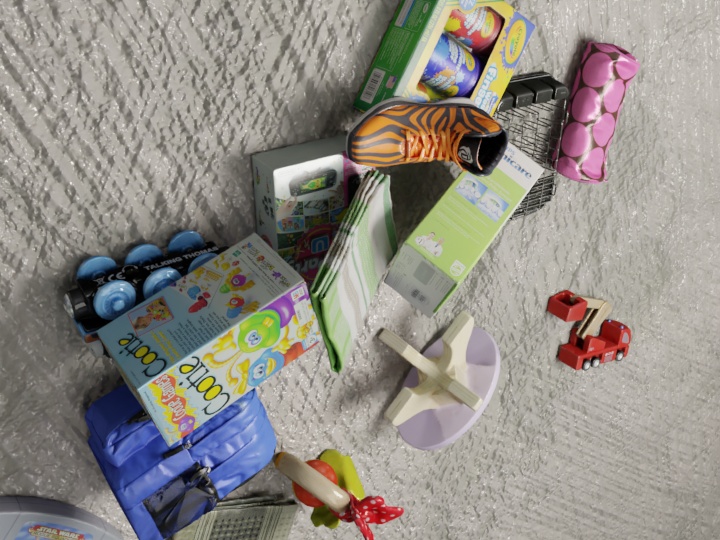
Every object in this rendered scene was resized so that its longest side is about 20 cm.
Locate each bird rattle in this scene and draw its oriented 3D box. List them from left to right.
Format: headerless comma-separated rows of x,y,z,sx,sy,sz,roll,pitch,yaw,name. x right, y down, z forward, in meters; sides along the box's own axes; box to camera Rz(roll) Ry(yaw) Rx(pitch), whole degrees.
-0.046,0.313,1.153,0.163,0.200,0.113,37,84,-16,bird rattle

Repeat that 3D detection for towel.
-0.194,0.409,1.192,0.191,0.034,0.202,7,109,-35,towel
0.000,0.000,0.982,0.150,0.030,0.201,75,30,-48,towel

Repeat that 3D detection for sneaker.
0.088,-0.152,0.973,0.198,0.112,0.078,-18,127,-24,sneaker

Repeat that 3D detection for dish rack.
0.226,-0.171,1.201,0.152,0.054,0.202,-16,122,-28,dish rack

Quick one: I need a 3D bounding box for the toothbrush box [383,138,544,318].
0.129,-0.056,1.074,0.201,0.086,0.146,-52,175,-22,toothbrush box

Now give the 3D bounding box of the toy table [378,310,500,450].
0.113,0.157,1.206,0.202,0.183,0.117,-63,148,-10,toy table

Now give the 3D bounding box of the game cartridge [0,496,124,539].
-0.390,0.343,1.006,0.199,0.041,0.134,31,96,-42,game cartridge

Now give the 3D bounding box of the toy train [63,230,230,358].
-0.230,0.033,0.942,0.198,0.087,0.115,-19,128,-28,toy train

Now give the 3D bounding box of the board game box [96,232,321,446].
-0.157,0.071,0.894,0.199,0.105,0.104,-33,139,-20,board game box

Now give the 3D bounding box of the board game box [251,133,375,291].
-0.054,-0.055,1.042,0.146,0.064,0.202,-18,123,-29,board game box

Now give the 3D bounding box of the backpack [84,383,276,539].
-0.206,0.195,0.986,0.199,0.162,0.169,-27,122,-22,backpack

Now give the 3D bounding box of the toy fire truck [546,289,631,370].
0.404,0.100,1.466,0.198,0.049,0.143,-9,116,-33,toy fire truck

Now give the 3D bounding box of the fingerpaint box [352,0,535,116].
0.108,-0.258,1.054,0.166,0.073,0.202,20,99,-41,fingerpaint box

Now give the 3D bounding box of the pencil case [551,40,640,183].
0.352,-0.231,1.242,0.093,0.091,0.202,12,107,-8,pencil case
